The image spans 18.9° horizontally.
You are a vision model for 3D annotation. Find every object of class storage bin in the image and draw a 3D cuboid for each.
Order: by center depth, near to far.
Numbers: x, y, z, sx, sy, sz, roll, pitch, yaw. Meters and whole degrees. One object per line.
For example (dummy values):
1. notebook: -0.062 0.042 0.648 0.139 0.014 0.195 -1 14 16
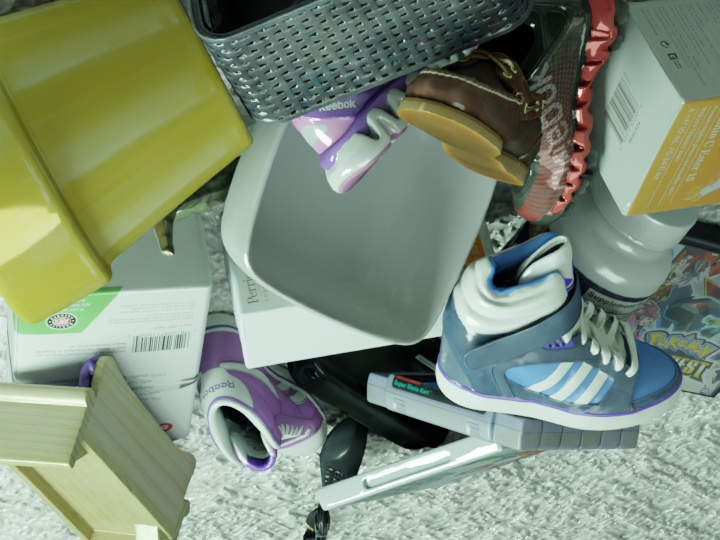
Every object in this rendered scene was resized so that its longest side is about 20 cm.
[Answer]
1. storage bin: -0.005 -0.196 1.373 0.199 0.136 0.094 -22 142 10

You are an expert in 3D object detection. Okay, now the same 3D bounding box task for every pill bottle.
1. pill bottle: 0.172 -0.003 1.693 0.111 0.111 0.200 13 135 -31

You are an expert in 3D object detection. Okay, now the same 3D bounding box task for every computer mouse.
1. computer mouse: -0.031 0.191 1.929 0.034 0.059 0.200 13 142 -7

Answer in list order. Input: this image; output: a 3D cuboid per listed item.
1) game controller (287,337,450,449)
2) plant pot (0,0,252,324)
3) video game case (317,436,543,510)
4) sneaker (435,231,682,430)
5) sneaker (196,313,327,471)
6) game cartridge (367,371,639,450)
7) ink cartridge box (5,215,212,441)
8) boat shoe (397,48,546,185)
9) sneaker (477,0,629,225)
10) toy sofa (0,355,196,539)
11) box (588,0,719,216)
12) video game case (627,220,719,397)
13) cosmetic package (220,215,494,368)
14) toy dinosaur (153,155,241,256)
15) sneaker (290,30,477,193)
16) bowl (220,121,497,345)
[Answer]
1. game controller: 0.029 0.091 1.836 0.104 0.042 0.200 -43 136 12
2. plant pot: -0.182 -0.096 1.410 0.188 0.201 0.201 -29 142 -1
3. video game case: 0.088 0.162 1.854 0.182 0.024 0.200 -22 170 29
4. sneaker: 0.159 0.039 1.599 0.199 0.081 0.147 4 133 -11
5. sneaker: -0.082 0.132 1.784 0.072 0.115 0.200 -27 142 15
6. game cartridge: 0.110 0.109 1.734 0.129 0.200 0.039 8 93 -37
7. ink cartridge box: -0.198 0.046 1.662 0.145 0.085 0.200 -3 142 -14
8. boat shoe: 0.076 -0.107 1.389 0.070 0.071 0.200 21 179 15
9. sneaker: 0.122 -0.121 1.531 0.097 0.071 0.201 -4 124 -20
10. toy sofa: -0.206 0.147 1.668 0.082 0.098 0.200 2 150 23
11. box: 0.274 -0.125 1.556 0.199 0.098 0.125 -9 144 -23
12. video game case: 0.279 0.034 1.844 0.199 0.026 0.181 13 135 -31
13. cosmetic package: 0.000 0.000 1.653 0.199 0.102 0.071 -10 143 -6
14. toy dinosaur: -0.132 -0.055 1.533 0.088 0.200 0.048 4 111 19
15. sneaker: 0.020 -0.147 1.445 0.088 0.200 0.081 41 154 0
16. bowl: -0.005 -0.066 1.537 0.199 0.075 0.201 25 86 -40
